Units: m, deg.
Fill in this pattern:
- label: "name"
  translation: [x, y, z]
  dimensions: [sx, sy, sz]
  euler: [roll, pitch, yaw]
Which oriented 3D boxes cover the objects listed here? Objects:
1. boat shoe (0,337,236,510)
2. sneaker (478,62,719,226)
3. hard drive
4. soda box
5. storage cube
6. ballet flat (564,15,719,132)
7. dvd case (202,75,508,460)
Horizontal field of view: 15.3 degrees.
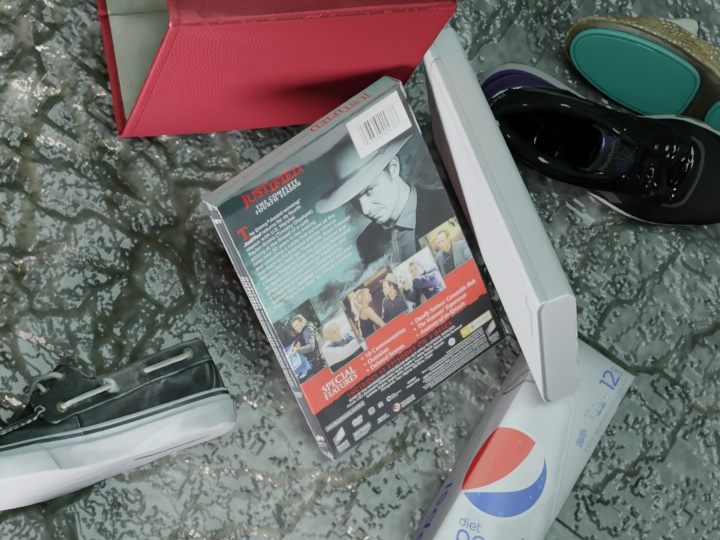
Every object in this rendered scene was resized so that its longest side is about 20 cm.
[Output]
- label: "boat shoe"
  translation: [-0.175, 0.093, 1.641]
  dimensions: [0.199, 0.072, 0.071]
  euler: [-15, 75, -26]
- label: "sneaker"
  translation: [0.167, -0.069, 1.730]
  dimensions: [0.199, 0.088, 0.076]
  euler: [17, 102, -8]
- label: "hard drive"
  translation: [0.086, -0.033, 1.653]
  dimensions: [0.027, 0.132, 0.201]
  euler: [-20, 61, -5]
- label: "soda box"
  translation: [0.092, 0.136, 1.694]
  dimensions: [0.063, 0.068, 0.201]
  euler: [33, 75, -6]
- label: "storage cube"
  translation: [-0.061, -0.196, 1.647]
  dimensions: [0.179, 0.200, 0.172]
  euler: [-6, 72, -17]
- label: "ballet flat"
  translation: [0.228, -0.128, 1.786]
  dimensions: [0.199, 0.071, 0.066]
  euler: [27, 48, -11]
- label: "dvd case"
  translation: [0.000, 0.000, 1.669]
  dimensions: [0.146, 0.022, 0.201]
  euler: [-35, 122, -17]
